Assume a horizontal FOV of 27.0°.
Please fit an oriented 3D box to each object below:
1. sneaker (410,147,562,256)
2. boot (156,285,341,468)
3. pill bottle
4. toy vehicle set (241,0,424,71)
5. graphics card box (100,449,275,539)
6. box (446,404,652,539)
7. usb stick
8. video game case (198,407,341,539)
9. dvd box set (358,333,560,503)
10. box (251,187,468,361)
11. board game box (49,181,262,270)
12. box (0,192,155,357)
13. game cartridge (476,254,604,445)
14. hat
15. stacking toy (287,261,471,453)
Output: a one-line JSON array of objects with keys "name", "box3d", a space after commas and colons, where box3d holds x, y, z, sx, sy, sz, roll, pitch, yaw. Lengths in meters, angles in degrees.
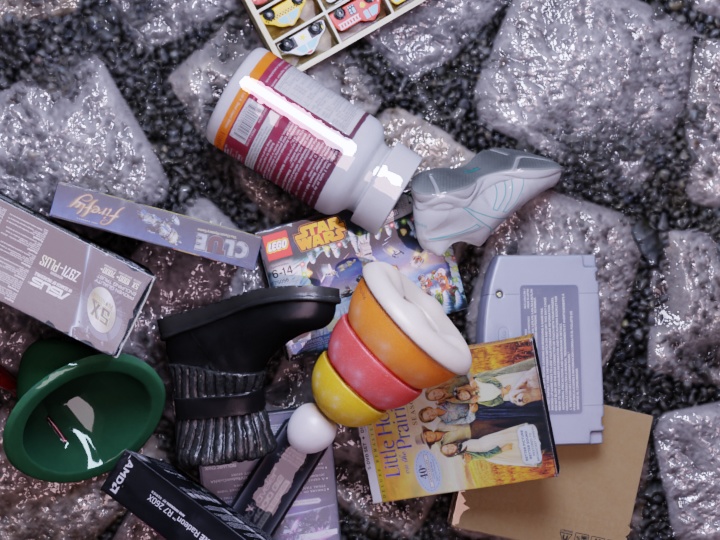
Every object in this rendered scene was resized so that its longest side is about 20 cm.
[{"name": "sneaker", "box3d": [0.127, -0.074, 1.547, 0.199, 0.070, 0.081, -18, 121, -35]}, {"name": "boot", "box3d": [-0.101, 0.105, 1.485, 0.209, 0.079, 0.160, -16, 81, 26]}, {"name": "pill bottle", "box3d": [-0.045, -0.125, 1.490, 0.199, 0.110, 0.110, 32, 87, 0]}, {"name": "toy vehicle set", "box3d": [-0.022, -0.299, 1.543, 0.199, 0.027, 0.125, -31, 98, -8]}, {"name": "graphics card box", "box3d": [-0.145, 0.253, 1.456, 0.199, 0.125, 0.051, 34, 88, 22]}, {"name": "box", "box3d": [0.205, 0.214, 1.611, 0.198, 0.021, 0.165, 13, 88, -9]}, {"name": "usb stick", "box3d": [-0.103, 0.243, 1.535, 0.055, 0.033, 0.201, 32, 87, 0]}, {"name": "video game case", "box3d": [-0.093, 0.248, 1.562, 0.141, 0.019, 0.202, -6, 95, -10]}, {"name": "dvd box set", "box3d": [0.095, 0.154, 1.547, 0.198, 0.029, 0.148, -10, 93, 14]}, {"name": "box", "box3d": [0.000, 0.000, 1.555, 0.198, 0.040, 0.138, -17, 95, -9]}, {"name": "board game box", "box3d": [-0.202, -0.044, 1.468, 0.198, 0.135, 0.035, 15, 90, -10]}, {"name": "box", "box3d": [-0.304, -0.004, 1.437, 0.199, 0.164, 0.087, 28, 87, -11]}, {"name": "game cartridge", "box3d": [0.189, 0.084, 1.585, 0.132, 0.042, 0.202, 0, 85, -7]}, {"name": "hat", "box3d": [-0.314, 0.091, 1.510, 0.165, 0.176, 0.200, -42, 142, 3]}, {"name": "stacking toy", "box3d": [0.000, 0.104, 1.492, 0.146, 0.146, 0.200, 43, 102, -9]}]
